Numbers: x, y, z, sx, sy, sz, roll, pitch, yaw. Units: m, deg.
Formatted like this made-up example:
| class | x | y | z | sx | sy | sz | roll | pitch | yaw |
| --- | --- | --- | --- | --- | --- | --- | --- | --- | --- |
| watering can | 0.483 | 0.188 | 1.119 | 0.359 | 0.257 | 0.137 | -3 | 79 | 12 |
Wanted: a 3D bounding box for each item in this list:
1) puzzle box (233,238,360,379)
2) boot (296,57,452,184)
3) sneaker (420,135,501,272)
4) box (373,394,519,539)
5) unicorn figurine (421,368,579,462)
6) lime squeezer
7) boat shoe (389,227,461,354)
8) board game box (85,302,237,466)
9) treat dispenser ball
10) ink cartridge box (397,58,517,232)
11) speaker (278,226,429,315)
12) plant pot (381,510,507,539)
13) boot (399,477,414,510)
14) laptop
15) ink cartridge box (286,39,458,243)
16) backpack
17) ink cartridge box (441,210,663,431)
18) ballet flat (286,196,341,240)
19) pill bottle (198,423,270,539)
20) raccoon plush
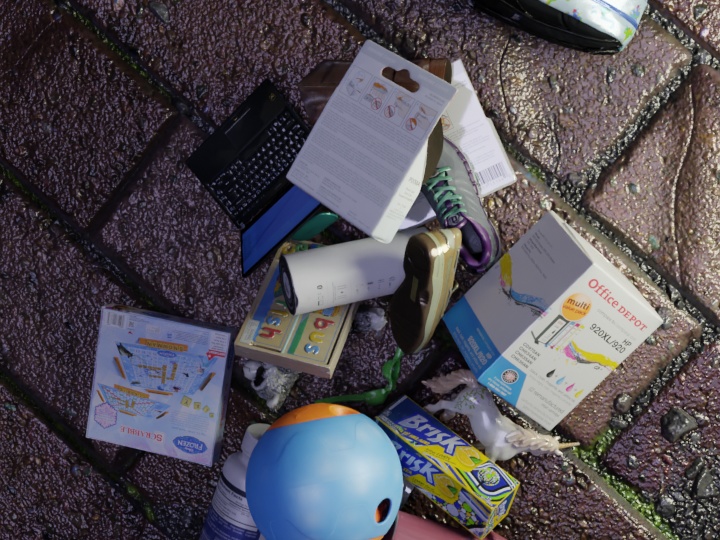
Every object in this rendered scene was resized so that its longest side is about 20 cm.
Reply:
| class | x | y | z | sx | sy | sz | roll | pitch | yaw |
| --- | --- | --- | --- | --- | --- | --- | --- | --- | --- |
| puzzle box | -0.071 | 0.045 | 1.348 | 0.133 | 0.200 | 0.025 | 13 | 140 | 9 |
| boot | 0.007 | -0.192 | 1.292 | 0.199 | 0.064 | 0.187 | 4 | 62 | 19 |
| sneaker | 0.119 | -0.091 | 1.287 | 0.074 | 0.088 | 0.200 | -31 | 91 | 14 |
| box | 0.106 | 0.255 | 1.332 | 0.200 | 0.064 | 0.070 | 35 | 136 | 26 |
| unicorn figurine | 0.174 | 0.214 | 1.357 | 0.137 | 0.074 | 0.200 | -33 | 107 | 33 |
| lime squeezer | 0.026 | 0.141 | 1.411 | 0.200 | 0.038 | 0.071 | -48 | 54 | 14 |
| boat shoe | 0.092 | 0.028 | 1.286 | 0.072 | 0.076 | 0.200 | 50 | 146 | 29 |
| board game box | -0.289 | 0.164 | 1.472 | 0.199 | 0.041 | 0.200 | 12 | 99 | 10 |
| treat dispenser ball | -0.046 | 0.271 | 1.292 | 0.200 | 0.201 | 0.202 | 1 | 97 | 12 |
| ink cartridge box | 0.083 | -0.157 | 1.352 | 0.199 | 0.045 | 0.177 | -24 | 92 | 13 |
| speaker | 0.000 | 0.000 | 1.318 | 0.199 | 0.081 | 0.082 | -12 | 94 | -14 |
| plant pot | 0.091 | 0.410 | 1.319 | 0.179 | 0.200 | 0.200 | 30 | 102 | -7 |
| boot | -0.024 | 0.336 | 1.423 | 0.144 | 0.072 | 0.201 | 28 | 93 | 8 |
| laptop | -0.140 | -0.125 | 1.363 | 0.177 | 0.103 | 0.200 | -41 | 85 | 20 |
| ink cartridge box | 0.019 | -0.157 | 1.231 | 0.160 | 0.047 | 0.200 | 36 | 98 | 33 |
| backpack | 0.250 | -0.339 | 1.243 | 0.200 | 0.163 | 0.154 | 36 | 88 | -1 |
| ink cartridge box | 0.237 | 0.061 | 1.267 | 0.147 | 0.145 | 0.200 | 36 | 105 | -29 |
| ballet flat | -0.034 | -0.102 | 1.343 | 0.200 | 0.074 | 0.074 | -22 | 92 | 40 |
| pill bottle | -0.151 | 0.323 | 1.426 | 0.111 | 0.111 | 0.201 | 21 | 100 | 9 |
| raccoon plush | -0.065 | 0.123 | 1.398 | 0.199 | 0.097 | 0.135 | 2 | 105 | 12 |
